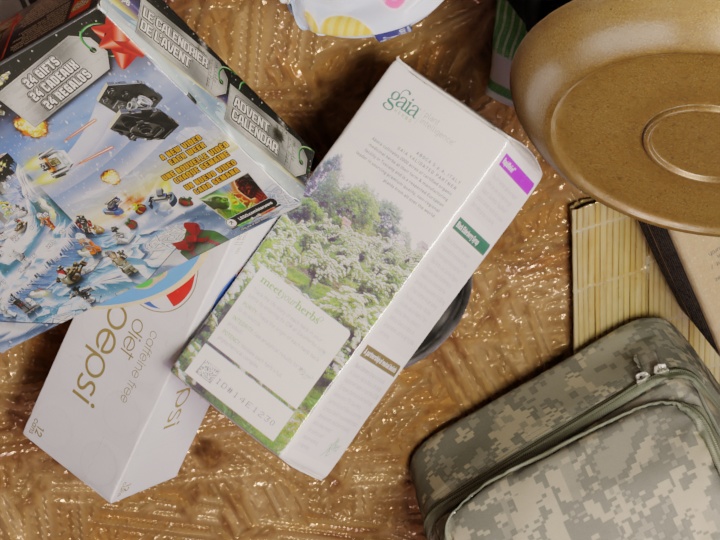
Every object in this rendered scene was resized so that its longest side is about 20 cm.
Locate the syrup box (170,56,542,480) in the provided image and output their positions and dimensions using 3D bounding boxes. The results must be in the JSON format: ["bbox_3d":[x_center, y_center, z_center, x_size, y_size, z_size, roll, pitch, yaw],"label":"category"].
[{"bbox_3d":[0.000,0.000,1.349,0.200,0.079,0.081,-54,159,-1],"label":"syrup box"}]

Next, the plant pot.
[{"bbox_3d":[0.167,-0.068,1.251,0.199,0.028,0.200,9,151,5],"label":"plant pot"}]

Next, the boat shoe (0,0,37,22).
[{"bbox_3d":[-0.156,-0.130,1.269,0.057,0.069,0.200,-36,133,-12],"label":"boat shoe"}]

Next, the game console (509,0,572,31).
[{"bbox_3d":[0.131,-0.215,1.237,0.116,0.176,0.201,-7,124,-17],"label":"game console"}]

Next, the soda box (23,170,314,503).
[{"bbox_3d":[-0.100,0.019,1.372,0.064,0.068,0.201,-19,140,-57],"label":"soda box"}]

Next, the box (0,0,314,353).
[{"bbox_3d":[-0.140,-0.048,1.207,0.199,0.040,0.137,-24,126,33],"label":"box"}]

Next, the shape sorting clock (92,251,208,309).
[{"bbox_3d":[-0.167,-0.043,1.279,0.199,0.039,0.200,9,140,7],"label":"shape sorting clock"}]

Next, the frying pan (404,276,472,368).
[{"bbox_3d":[-0.022,0.033,1.448,0.115,0.031,0.190,36,109,-31],"label":"frying pan"}]

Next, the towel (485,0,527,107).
[{"bbox_3d":[0.129,-0.149,1.317,0.023,0.152,0.201,-31,138,-40],"label":"towel"}]

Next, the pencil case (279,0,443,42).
[{"bbox_3d":[-0.022,-0.205,1.253,0.090,0.083,0.200,-15,130,11],"label":"pencil case"}]

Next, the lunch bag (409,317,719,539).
[{"bbox_3d":[0.142,0.146,1.490,0.199,0.168,0.140,-29,125,9],"label":"lunch bag"}]

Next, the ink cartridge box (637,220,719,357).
[{"bbox_3d":[0.247,-0.068,1.446,0.199,0.075,0.165,-31,127,-5],"label":"ink cartridge box"}]

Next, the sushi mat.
[{"bbox_3d":[0.167,0.032,1.534,0.095,0.012,0.201,-12,126,-11],"label":"sushi mat"}]
